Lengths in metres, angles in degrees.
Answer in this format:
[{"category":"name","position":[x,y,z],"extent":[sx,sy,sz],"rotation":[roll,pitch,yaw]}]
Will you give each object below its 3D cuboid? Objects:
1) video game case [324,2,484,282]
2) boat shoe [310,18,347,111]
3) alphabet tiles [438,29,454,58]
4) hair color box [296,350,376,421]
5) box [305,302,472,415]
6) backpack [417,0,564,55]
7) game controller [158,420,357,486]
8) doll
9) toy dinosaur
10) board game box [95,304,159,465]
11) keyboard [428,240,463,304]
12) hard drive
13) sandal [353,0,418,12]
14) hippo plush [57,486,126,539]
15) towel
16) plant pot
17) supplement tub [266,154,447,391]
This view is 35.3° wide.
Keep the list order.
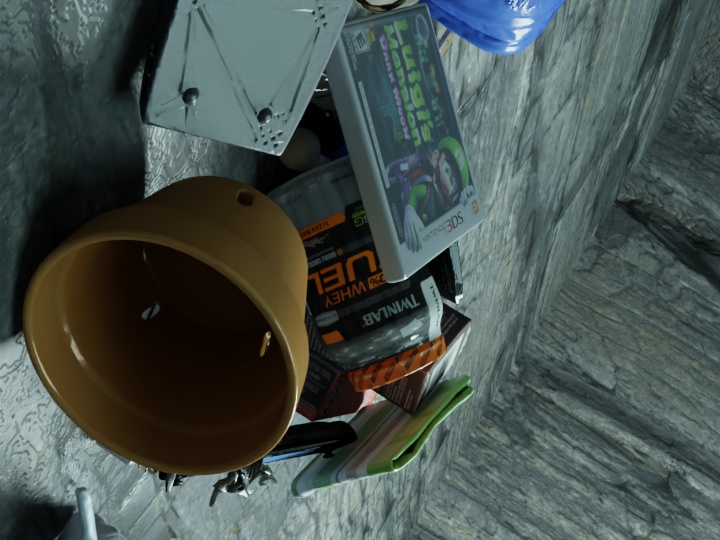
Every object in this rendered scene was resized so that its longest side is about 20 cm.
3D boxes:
[{"category":"video game case","position":[0.040,-0.113,0.937],"extent":[0.181,0.023,0.203],"rotation":[-34,110,-59]},{"category":"boat shoe","position":[-0.041,-0.178,0.916],"extent":[0.199,0.075,0.075],"rotation":[3,80,-60]},{"category":"alphabet tiles","position":[0.047,-0.175,1.198],"extent":[0.201,0.007,0.167],"rotation":[-57,177,-13]},{"category":"hair color box","position":[-0.050,0.110,1.265],"extent":[0.065,0.110,0.200],"rotation":[-60,163,4]},{"category":"box","position":[0.003,0.051,1.172],"extent":[0.100,0.199,0.076],"rotation":[-43,159,-43]},{"category":"backpack","position":[0.148,-0.305,1.097],"extent":[0.201,0.161,0.169],"rotation":[-53,165,-27]},{"category":"game controller","position":[-0.104,0.184,1.141],"extent":[0.104,0.197,0.043],"rotation":[160,-79,-70]},{"category":"doll","position":[-0.009,-0.159,1.062],"extent":[0.200,0.048,0.137],"rotation":[-51,160,-33]},{"category":"toy dinosaur","position":[-0.131,0.120,0.982],"extent":[0.198,0.102,0.138],"rotation":[-17,121,-41]},{"category":"board game box","position":[-0.140,0.067,1.048],"extent":[0.202,0.041,0.199],"rotation":[-65,163,12]},{"category":"keyboard","position":[0.038,-0.050,1.102],"extent":[0.020,0.199,0.129],"rotation":[-18,113,-23]},{"category":"hard drive","position":[-0.070,-0.185,0.764],"extent":[0.134,0.042,0.202],"rotation":[8,113,-43]},{"category":"sandal","position":[0.019,-0.251,0.947],"extent":[0.080,0.054,0.200],"rotation":[-40,166,13]},{"category":"hippo plush","position":[-0.237,0.300,0.931],"extent":[0.161,0.160,0.200],"rotation":[-42,176,-20]},{"category":"towel","position":[0.021,0.180,1.187],"extent":[0.149,0.031,0.199],"rotation":[-43,-170,-35]},{"category":"plant pot","position":[-0.121,0.024,0.814],"extent":[0.141,0.197,0.202],"rotation":[-67,175,-54]},{"category":"supplement tub","position":[0.000,0.000,1.047],"extent":[0.121,0.202,0.123],"rotation":[-23,-178,1]}]
